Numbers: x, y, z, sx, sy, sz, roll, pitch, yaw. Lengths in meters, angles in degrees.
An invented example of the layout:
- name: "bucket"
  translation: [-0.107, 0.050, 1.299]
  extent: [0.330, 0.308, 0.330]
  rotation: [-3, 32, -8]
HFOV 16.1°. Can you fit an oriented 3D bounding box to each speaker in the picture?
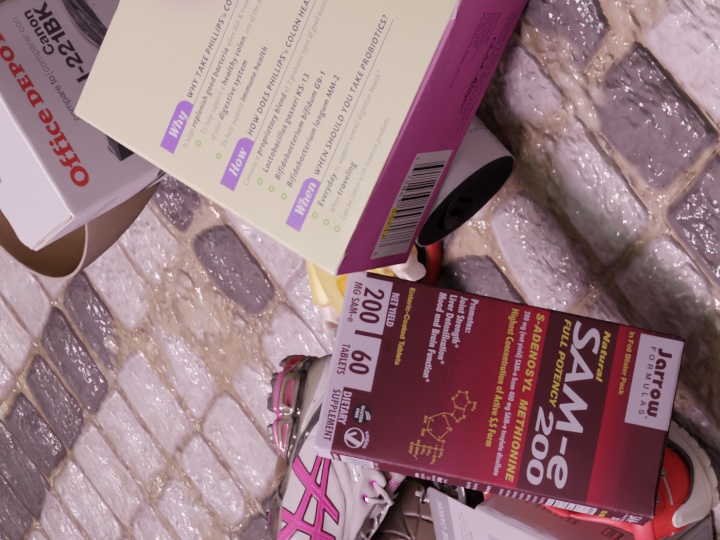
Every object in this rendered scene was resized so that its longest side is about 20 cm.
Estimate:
- name: "speaker"
  translation: [0.003, -0.111, 1.555]
  extent: [0.200, 0.081, 0.081]
  rotation: [49, 149, 16]

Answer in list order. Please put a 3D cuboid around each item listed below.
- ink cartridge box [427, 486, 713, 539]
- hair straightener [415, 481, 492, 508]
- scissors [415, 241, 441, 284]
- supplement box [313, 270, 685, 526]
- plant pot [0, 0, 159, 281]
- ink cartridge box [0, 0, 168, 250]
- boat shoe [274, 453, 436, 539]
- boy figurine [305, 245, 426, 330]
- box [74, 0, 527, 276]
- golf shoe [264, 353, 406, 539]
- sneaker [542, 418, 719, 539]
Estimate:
- name: "ink cartridge box"
  translation: [0.142, 0.222, 1.643]
  extent: [0.175, 0.084, 0.201]
  rotation: [23, 135, 40]
- name: "hair straightener"
  translation: [0.061, 0.146, 1.722]
  extent: [0.077, 0.041, 0.201]
  rotation: [-12, 107, 38]
- name: "scissors"
  translation: [0.026, 0.026, 1.711]
  extent: [0.073, 0.014, 0.201]
  rotation: [34, 141, 34]
- name: "supplement box"
  translation: [0.080, 0.074, 1.476]
  extent: [0.198, 0.110, 0.061]
  rotation: [11, 171, 2]
- name: "plant pot"
  translation: [-0.204, -0.113, 1.805]
  extent: [0.200, 0.134, 0.201]
  rotation: [37, 145, 32]
- name: "ink cartridge box"
  translation: [-0.163, -0.126, 1.666]
  extent: [0.145, 0.199, 0.084]
  rotation: [58, 150, -1]
- name: "boat shoe"
  translation: [0.030, 0.184, 1.810]
  extent: [0.200, 0.072, 0.068]
  rotation: [34, 177, 22]
- name: "boy figurine"
  translation: [0.000, 0.000, 1.646]
  extent: [0.124, 0.064, 0.201]
  rotation: [-19, 95, 58]
- name: "box"
  translation: [-0.036, -0.124, 1.476]
  extent: [0.199, 0.097, 0.177]
  rotation: [31, 108, 21]
- name: "golf shoe"
  translation: [-0.015, 0.157, 1.748]
  extent: [0.091, 0.072, 0.202]
  rotation: [-2, 87, 25]
- name: "sneaker"
  translation: [0.126, 0.107, 1.565]
  extent: [0.199, 0.085, 0.077]
  rotation: [26, 136, 43]
